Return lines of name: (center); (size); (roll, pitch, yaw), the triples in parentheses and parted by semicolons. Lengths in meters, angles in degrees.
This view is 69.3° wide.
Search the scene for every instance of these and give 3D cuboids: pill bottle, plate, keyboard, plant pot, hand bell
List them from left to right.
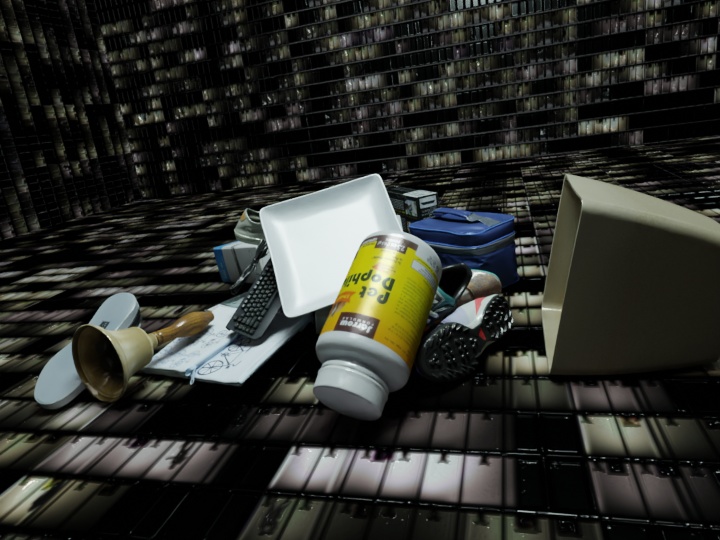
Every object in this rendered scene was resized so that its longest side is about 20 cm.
hand bell: (-0.286, 0.094, 0.742); (0.103, 0.105, 0.200); (1, 15, 29)
keyboard: (-0.146, 0.007, 0.806); (0.126, 0.021, 0.201); (11, 61, 39)
plate: (-0.035, -0.037, 0.769); (0.197, 0.032, 0.201); (-17, 59, -5)
pill bottle: (0.018, 0.060, 0.593); (0.108, 0.110, 0.201); (2, 53, 30)
plant pot: (0.326, 0.007, 0.621); (0.175, 0.202, 0.200); (8, 20, 15)

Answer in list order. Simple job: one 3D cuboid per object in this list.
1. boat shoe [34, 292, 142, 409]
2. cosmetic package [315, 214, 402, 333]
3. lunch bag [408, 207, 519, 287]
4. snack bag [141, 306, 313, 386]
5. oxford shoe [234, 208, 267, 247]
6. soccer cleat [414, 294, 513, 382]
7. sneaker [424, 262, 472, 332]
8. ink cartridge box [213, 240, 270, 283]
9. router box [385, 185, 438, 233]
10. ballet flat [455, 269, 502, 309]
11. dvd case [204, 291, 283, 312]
boat shoe: (-0.386, 0.124, 0.759); (0.073, 0.069, 0.200); (5, 43, 7)
cosmetic package: (0.000, 0.000, 0.814); (0.149, 0.052, 0.202); (0, 50, -8)
lunch bag: (0.180, -0.046, 0.943); (0.135, 0.134, 0.199); (-19, 20, -33)
snack bag: (-0.195, 0.105, 0.775); (0.198, 0.022, 0.188); (1, 25, 31)
oxford shoe: (-0.118, -0.070, 0.906); (0.198, 0.058, 0.075); (8, 21, -7)
soccer cleat: (0.122, 0.088, 0.667); (0.073, 0.069, 0.199); (-19, 5, 46)
sneaker: (0.073, 0.049, 0.694); (0.200, 0.072, 0.080); (-38, -4, -30)
ink cartridge box: (-0.205, -0.033, 1.133); (0.146, 0.087, 0.199); (-22, 15, -38)
router box: (0.106, -0.099, 1.125); (0.051, 0.151, 0.200); (-14, 18, -17)
ballet flat: (0.125, 0.040, 0.831); (0.198, 0.069, 0.067); (-2, 36, 37)
dvd case: (-0.165, 0.056, 0.965); (0.145, 0.022, 0.199); (6, 20, 40)
